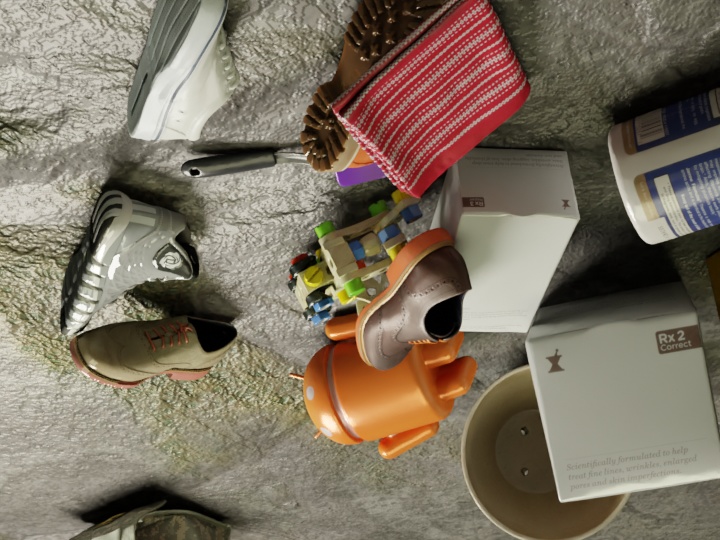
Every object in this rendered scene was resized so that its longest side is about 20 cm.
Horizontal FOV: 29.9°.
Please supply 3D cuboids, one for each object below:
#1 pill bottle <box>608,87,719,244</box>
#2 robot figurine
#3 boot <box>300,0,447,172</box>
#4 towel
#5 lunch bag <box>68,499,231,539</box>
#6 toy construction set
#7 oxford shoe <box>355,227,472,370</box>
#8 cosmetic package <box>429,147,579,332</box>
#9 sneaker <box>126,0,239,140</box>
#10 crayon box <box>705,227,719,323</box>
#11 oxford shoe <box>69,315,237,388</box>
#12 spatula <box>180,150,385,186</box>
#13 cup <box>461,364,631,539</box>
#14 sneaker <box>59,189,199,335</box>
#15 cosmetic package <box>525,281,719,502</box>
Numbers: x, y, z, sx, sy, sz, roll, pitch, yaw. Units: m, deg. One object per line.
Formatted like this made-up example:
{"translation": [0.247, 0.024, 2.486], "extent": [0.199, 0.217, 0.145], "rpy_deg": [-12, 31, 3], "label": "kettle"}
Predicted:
{"translation": [0.322, -0.103, 1.153], "extent": [0.199, 0.112, 0.111], "rpy_deg": [-18, 144, 21], "label": "pill bottle"}
{"translation": [0.024, 0.122, 1.453], "extent": [0.199, 0.117, 0.144], "rpy_deg": [-18, 144, 20], "label": "robot figurine"}
{"translation": [0.037, -0.161, 1.091], "extent": [0.107, 0.075, 0.200], "rpy_deg": [-5, 146, -36], "label": "boot"}
{"translation": [0.063, -0.135, 1.065], "extent": [0.144, 0.023, 0.200], "rpy_deg": [-41, 157, 4], "label": "towel"}
{"translation": [-0.296, 0.382, 1.808], "extent": [0.163, 0.118, 0.200], "rpy_deg": [-23, 146, 28], "label": "lunch bag"}
{"translation": [0.000, 0.000, 1.306], "extent": [0.131, 0.092, 0.200], "rpy_deg": [-27, 155, -10], "label": "toy construction set"}
{"translation": [0.048, 0.047, 1.247], "extent": [0.071, 0.073, 0.200], "rpy_deg": [-22, 155, -27], "label": "oxford shoe"}
{"translation": [0.126, -0.025, 1.280], "extent": [0.112, 0.082, 0.201], "rpy_deg": [2, 145, -10], "label": "cosmetic package"}
{"translation": [-0.129, -0.169, 1.060], "extent": [0.070, 0.074, 0.200], "rpy_deg": [1, 156, -24], "label": "sneaker"}
{"translation": [0.426, 0.048, 1.375], "extent": [0.199, 0.126, 0.052], "rpy_deg": [21, 140, -31], "label": "crayon box"}
{"translation": [-0.208, 0.071, 1.373], "extent": [0.075, 0.071, 0.199], "rpy_deg": [-37, 161, 30], "label": "oxford shoe"}
{"translation": [-0.061, -0.097, 1.203], "extent": [0.198, 0.021, 0.057], "rpy_deg": [-3, 134, 3], "label": "spatula"}
{"translation": [0.212, 0.210, 1.567], "extent": [0.199, 0.202, 0.143], "rpy_deg": [-4, 174, 0], "label": "cup"}
{"translation": [-0.217, 0.007, 1.299], "extent": [0.115, 0.075, 0.200], "rpy_deg": [9, 143, -23], "label": "sneaker"}
{"translation": [0.265, 0.116, 1.352], "extent": [0.164, 0.166, 0.200], "rpy_deg": [-11, -175, 12], "label": "cosmetic package"}
